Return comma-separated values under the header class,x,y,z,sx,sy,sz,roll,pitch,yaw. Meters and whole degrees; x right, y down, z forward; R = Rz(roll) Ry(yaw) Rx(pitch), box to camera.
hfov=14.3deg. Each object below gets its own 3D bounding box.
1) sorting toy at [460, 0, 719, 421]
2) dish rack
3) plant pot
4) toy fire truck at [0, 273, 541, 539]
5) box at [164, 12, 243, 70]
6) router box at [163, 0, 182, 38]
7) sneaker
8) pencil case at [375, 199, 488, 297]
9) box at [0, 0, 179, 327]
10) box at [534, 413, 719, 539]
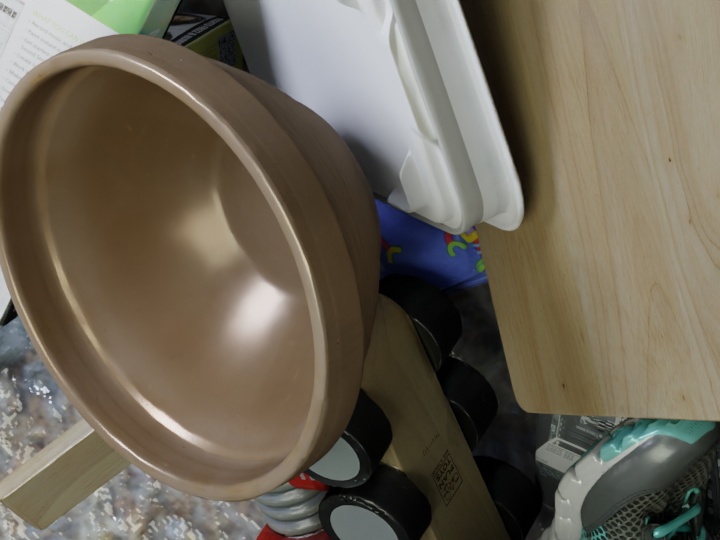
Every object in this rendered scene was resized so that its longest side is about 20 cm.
class,x,y,z,sx,sy,sz,roll,pitch,yaw
sorting toy,0.124,-0.046,1.156,0.199,0.070,0.200,-2,104,59
dish rack,-0.013,-0.099,1.216,0.200,0.044,0.172,27,141,59
plant pot,-0.057,-0.012,1.200,0.201,0.093,0.201,26,130,36
toy fire truck,-0.046,0.098,1.331,0.200,0.129,0.176,3,133,35
box,-0.160,-0.100,1.382,0.200,0.075,0.050,7,113,24
router box,-0.179,-0.100,1.318,0.149,0.051,0.200,35,116,11
sneaker,0.127,0.126,1.248,0.091,0.078,0.200,48,148,18
pencil case,0.000,0.000,1.346,0.200,0.078,0.087,-33,68,34
box,-0.172,-0.094,1.268,0.144,0.036,0.200,33,116,9
box,0.148,0.039,1.273,0.158,0.050,0.200,29,127,44
